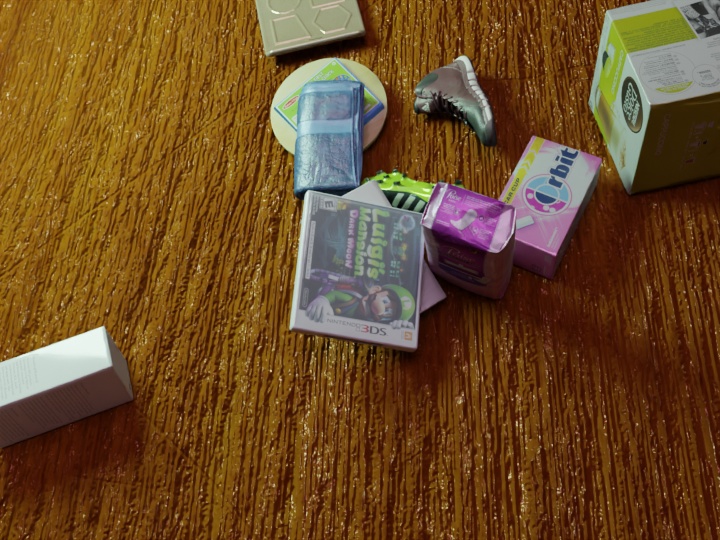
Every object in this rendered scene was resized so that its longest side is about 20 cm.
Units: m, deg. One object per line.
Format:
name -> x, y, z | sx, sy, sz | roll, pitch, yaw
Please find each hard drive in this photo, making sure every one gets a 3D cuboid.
hard drive -> 0.019, -0.015, 1.311 | 0.131, 0.027, 0.202 | -29, 82, -23

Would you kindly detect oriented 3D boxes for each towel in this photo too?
towel -> -0.050, -0.208, 1.455 | 0.109, 0.049, 0.204 | 0, 70, 4

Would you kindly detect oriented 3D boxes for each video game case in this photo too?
video game case -> 0.000, 0.000, 1.273 | 0.178, 0.023, 0.204 | 10, 69, -14

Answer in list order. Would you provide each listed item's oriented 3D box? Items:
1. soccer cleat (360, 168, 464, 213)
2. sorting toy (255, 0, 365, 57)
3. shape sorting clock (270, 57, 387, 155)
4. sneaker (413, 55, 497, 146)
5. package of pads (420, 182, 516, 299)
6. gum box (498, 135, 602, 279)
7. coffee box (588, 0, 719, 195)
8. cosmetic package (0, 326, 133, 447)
soccer cleat -> 0.080, -0.102, 1.391 | 0.197, 0.083, 0.067 | 15, 34, 38
sorting toy -> -0.094, -0.464, 1.662 | 0.181, 0.037, 0.203 | -13, 53, -1
shape sorting clock -> -0.052, -0.266, 1.524 | 0.195, 0.039, 0.204 | -1, 69, 4
sneaker -> 0.148, -0.258, 1.484 | 0.113, 0.076, 0.202 | -16, 47, 2
package of pads -> 0.151, -0.036, 1.256 | 0.118, 0.200, 0.077 | 20, 74, 14
gum box -> 0.273, -0.101, 1.364 | 0.112, 0.067, 0.202 | 22, 63, 18
coffee box -> 0.475, -0.265, 1.364 | 0.196, 0.201, 0.201 | -11, 57, -1
cosmetic package -> -0.427, 0.162, 1.266 | 0.196, 0.102, 0.072 | -19, 56, -6
